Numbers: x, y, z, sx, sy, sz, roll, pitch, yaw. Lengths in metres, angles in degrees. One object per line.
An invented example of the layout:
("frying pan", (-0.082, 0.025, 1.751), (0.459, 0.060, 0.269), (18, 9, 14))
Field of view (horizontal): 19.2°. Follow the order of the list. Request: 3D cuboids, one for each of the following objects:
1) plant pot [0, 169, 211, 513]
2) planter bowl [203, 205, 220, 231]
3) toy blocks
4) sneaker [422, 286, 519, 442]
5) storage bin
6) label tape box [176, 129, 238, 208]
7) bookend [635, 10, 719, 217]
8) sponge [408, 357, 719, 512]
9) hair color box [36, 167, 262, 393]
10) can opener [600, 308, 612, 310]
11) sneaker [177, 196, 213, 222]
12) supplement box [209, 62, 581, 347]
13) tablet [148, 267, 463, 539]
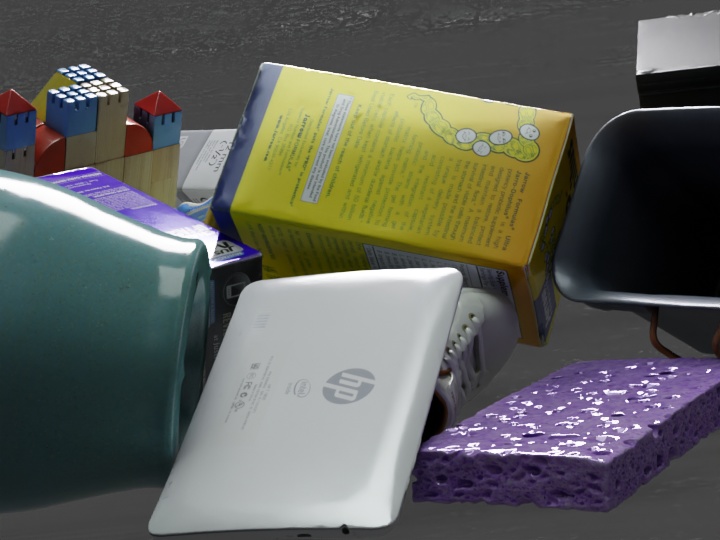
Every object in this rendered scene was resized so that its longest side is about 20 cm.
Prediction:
("plant pot", (-0.179, 0.042, 1.136), (0.187, 0.201, 0.200), (7, 10, 1))
("planter bowl", (0.000, 0.000, 1.398), (0.200, 0.201, 0.084), (-6, -26, 8))
("toy blocks", (-0.199, -0.077, 1.485), (0.200, 0.137, 0.100), (-17, 35, -40))
("sneaker", (0.038, 0.067, 1.169), (0.084, 0.073, 0.200), (10, 27, 41))
("storage bin", (0.233, -0.001, 1.235), (0.200, 0.146, 0.134), (2, -24, 45))
("label tape box", (-0.055, -0.047, 1.689), (0.200, 0.066, 0.143), (6, -29, 50))
("bookend", (0.237, -0.058, 1.406), (0.092, 0.199, 0.200), (-6, 14, 10))
("sponge", (0.120, 0.082, 1.113), (0.111, 0.030, 0.200), (-2, 10, 32))
("hair color box", (-0.140, 0.017, 1.324), (0.065, 0.110, 0.200), (-15, 26, -36))
("can opener", (0.203, -0.005, 1.576), (0.067, 0.053, 0.200), (-39, -9, 32))
("sneaker", (-0.044, -0.070, 1.496), (0.200, 0.076, 0.077), (-39, 60, -20))
("supplement box", (0.027, -0.041, 1.302), (0.199, 0.110, 0.109), (11, -25, 16))
("tablet", (-0.024, 0.065, 1.099), (0.130, 0.014, 0.200), (-4, 38, 18))
